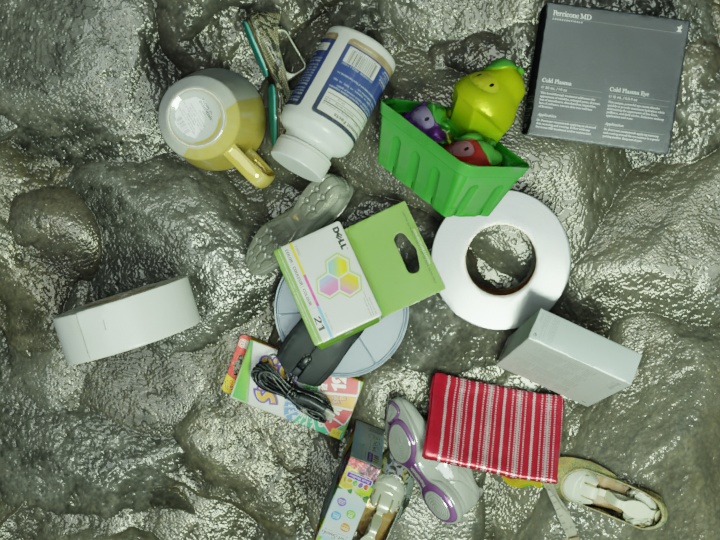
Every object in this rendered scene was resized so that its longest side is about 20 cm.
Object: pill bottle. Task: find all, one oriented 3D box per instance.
[{"bbox_3d":[-0.042,-0.229,1.613,0.111,0.111,0.201,29,81,0],"label":"pill bottle"}]

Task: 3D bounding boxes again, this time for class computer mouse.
[{"bbox_3d":[-0.058,0.112,1.669,0.138,0.053,0.201,32,95,1],"label":"computer mouse"}]

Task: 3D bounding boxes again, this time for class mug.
[{"bbox_3d":[-0.200,-0.209,1.628,0.186,0.153,0.150,15,97,2],"label":"mug"}]

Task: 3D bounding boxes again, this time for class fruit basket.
[{"bbox_3d":[0.140,-0.198,1.581,0.215,0.155,0.217,4,95,48],"label":"fruit basket"}]

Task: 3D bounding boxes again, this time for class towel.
[{"bbox_3d":[0.193,0.226,1.672,0.199,0.023,0.145,11,55,3],"label":"towel"}]

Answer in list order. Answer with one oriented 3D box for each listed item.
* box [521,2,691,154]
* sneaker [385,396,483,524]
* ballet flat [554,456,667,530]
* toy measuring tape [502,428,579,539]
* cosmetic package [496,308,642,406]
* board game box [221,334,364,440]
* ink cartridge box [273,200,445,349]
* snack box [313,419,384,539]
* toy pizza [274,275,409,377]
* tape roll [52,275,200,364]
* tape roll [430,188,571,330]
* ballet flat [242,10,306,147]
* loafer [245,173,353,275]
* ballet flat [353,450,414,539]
[{"bbox_3d":[0.339,-0.265,1.610,0.199,0.104,0.183,9,98,3],"label":"box"},{"bbox_3d":[0.107,0.271,1.709,0.075,0.099,0.201,-36,82,50],"label":"sneaker"},{"bbox_3d":[0.358,0.328,1.696,0.199,0.071,0.071,21,97,1],"label":"ballet flat"},{"bbox_3d":[0.250,0.316,1.681,0.073,0.074,0.201,-26,66,6],"label":"toy measuring tape"},{"bbox_3d":[0.286,0.125,1.611,0.150,0.200,0.052,27,74,1],"label":"cosmetic package"},{"bbox_3d":[-0.103,0.173,1.730,0.199,0.030,0.096,21,97,4],"label":"board game box"},{"bbox_3d":[0.000,0.000,1.608,0.199,0.076,0.148,-25,83,-1],"label":"ink cartridge box"},{"bbox_3d":[-0.014,0.309,1.651,0.053,0.200,0.143,21,97,0],"label":"snack box"},{"bbox_3d":[-0.028,0.058,1.706,0.199,0.032,0.202,0,95,2],"label":"toy pizza"},{"bbox_3d":[-0.332,0.069,1.645,0.201,0.202,0.071,-16,95,5],"label":"tape roll"},{"bbox_3d":[0.201,-0.018,1.667,0.199,0.066,0.202,1,97,4],"label":"tape roll"},{"bbox_3d":[-0.111,-0.277,1.663,0.075,0.068,0.201,-14,93,-10],"label":"ballet flat"},{"bbox_3d":[-0.087,-0.061,1.680,0.200,0.070,0.070,-40,65,24],"label":"loafer"},{"bbox_3d":[0.029,0.363,1.721,0.072,0.072,0.201,23,97,1],"label":"ballet flat"}]
